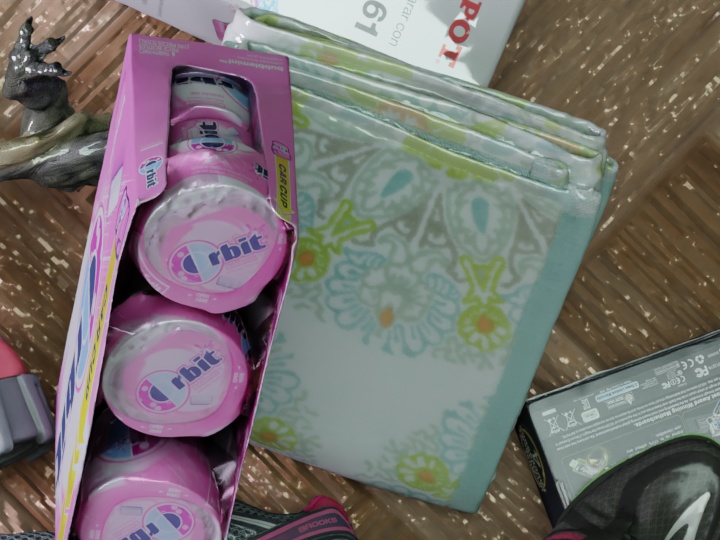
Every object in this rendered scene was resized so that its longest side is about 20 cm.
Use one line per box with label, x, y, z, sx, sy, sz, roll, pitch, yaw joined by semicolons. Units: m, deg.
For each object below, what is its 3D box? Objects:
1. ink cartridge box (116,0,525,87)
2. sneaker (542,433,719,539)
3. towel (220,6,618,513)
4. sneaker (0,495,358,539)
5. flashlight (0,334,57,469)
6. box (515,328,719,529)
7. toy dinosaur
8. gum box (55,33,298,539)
ink cartridge box;-0.015;-0.162;1.273;0.199;0.085;0.145;24;79;-3
sneaker;0.087;0.139;1.180;0.200;0.084;0.077;-39;87;-22
towel;0.000;0.000;1.213;0.170;0.201;0.048;20;34;0
sneaker;-0.097;0.129;1.225;0.199;0.081;0.075;7;61;-11
flashlight;-0.192;-0.007;1.242;0.068;0.068;0.201;-12;74;-44
box;0.186;0.100;1.269;0.199;0.049;0.162;-20;82;-9
toy dinosaur;-0.120;-0.061;1.212;0.199;0.088;0.048;-5;60;-34
gum box;-0.073;0.016;1.135;0.066;0.201;0.114;7;35;-11
